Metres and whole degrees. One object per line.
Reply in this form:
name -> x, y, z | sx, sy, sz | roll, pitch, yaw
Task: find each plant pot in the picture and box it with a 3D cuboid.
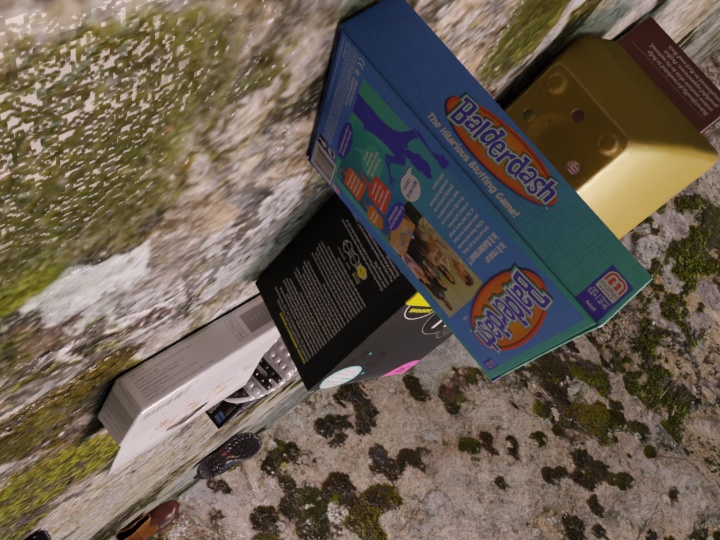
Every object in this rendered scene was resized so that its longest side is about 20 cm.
plant pot -> 0.243, -0.137, 0.807 | 0.195, 0.194, 0.200 | -43, 162, 27

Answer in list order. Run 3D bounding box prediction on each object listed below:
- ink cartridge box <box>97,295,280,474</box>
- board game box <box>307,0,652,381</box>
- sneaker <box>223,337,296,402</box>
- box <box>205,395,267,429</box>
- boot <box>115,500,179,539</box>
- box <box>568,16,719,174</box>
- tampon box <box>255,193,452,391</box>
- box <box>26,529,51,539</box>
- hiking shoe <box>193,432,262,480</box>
ink cartridge box -> -0.179, 0.116, 0.765 | 0.200, 0.045, 0.176 | -32, 168, -41
board game box -> 0.053, -0.037, 0.432 | 0.045, 0.200, 0.152 | -36, 172, -20
sneaker -> -0.104, 0.100, 0.944 | 0.200, 0.075, 0.081 | -37, 180, -16
box -> -0.134, 0.147, 1.115 | 0.200, 0.049, 0.160 | -46, 172, 35
boot -> -0.613, 0.720, 2.102 | 0.188, 0.069, 0.200 | -28, 161, -22
box -> 0.355, -0.199, 1.008 | 0.164, 0.166, 0.200 | -36, 172, -14
tampon box -> 0.031, 0.003, 0.679 | 0.150, 0.126, 0.200 | -1, 144, -49
box -> -0.524, 0.504, 1.055 | 0.200, 0.123, 0.198 | -33, 171, -37
hiking shoe -> -0.364, 0.504, 1.979 | 0.200, 0.076, 0.101 | -22, 171, -36
